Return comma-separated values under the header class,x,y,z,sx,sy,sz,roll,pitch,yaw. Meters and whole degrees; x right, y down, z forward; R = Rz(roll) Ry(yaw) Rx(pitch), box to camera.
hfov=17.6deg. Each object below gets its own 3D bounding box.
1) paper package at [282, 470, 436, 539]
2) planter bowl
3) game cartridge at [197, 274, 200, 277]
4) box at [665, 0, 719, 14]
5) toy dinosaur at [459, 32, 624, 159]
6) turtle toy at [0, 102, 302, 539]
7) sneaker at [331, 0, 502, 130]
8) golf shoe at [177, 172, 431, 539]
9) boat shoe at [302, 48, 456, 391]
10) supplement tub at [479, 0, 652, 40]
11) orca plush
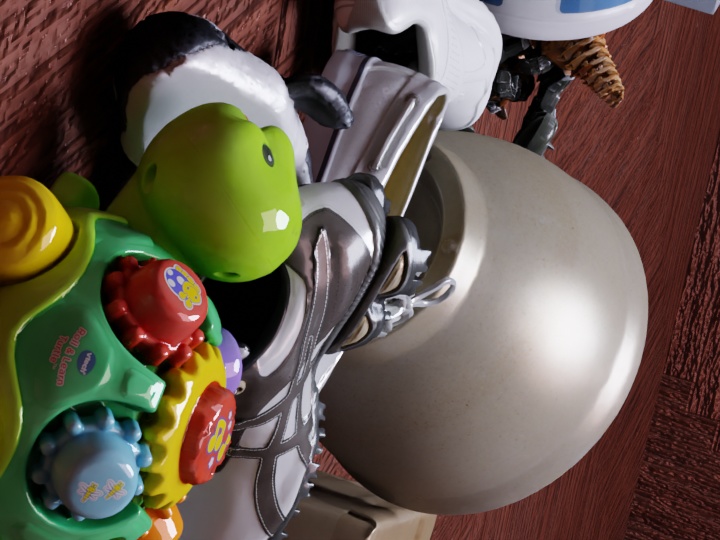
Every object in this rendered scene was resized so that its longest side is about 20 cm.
class,x,y,z,sx,sy,sz,roll,pitch,yaw
paper package,-0.047,0.211,1.255,0.191,0.103,0.201,15,90,-77
planter bowl,0.030,0.010,1.192,0.135,0.200,0.201,38,67,-52
game cartridge,-0.092,0.062,1.042,0.200,0.040,0.134,-60,158,-45
box,0.189,-0.248,1.558,0.200,0.155,0.041,-56,161,-53
toy dinosaur,0.084,-0.119,1.329,0.136,0.102,0.200,-57,-171,-3
turtle toy,-0.090,0.026,0.863,0.146,0.101,0.201,67,41,-70
sneaker,0.019,-0.110,1.188,0.200,0.078,0.100,56,41,-61
golf shoe,-0.055,0.045,0.971,0.094,0.078,0.201,5,117,-47
boat shoe,0.001,0.000,1.089,0.075,0.086,0.203,63,43,-71
supplement tub,0.106,-0.242,1.248,0.145,0.144,0.201,-58,160,-48
orca plush,-0.050,-0.064,0.980,0.200,0.105,0.071,27,35,-51
